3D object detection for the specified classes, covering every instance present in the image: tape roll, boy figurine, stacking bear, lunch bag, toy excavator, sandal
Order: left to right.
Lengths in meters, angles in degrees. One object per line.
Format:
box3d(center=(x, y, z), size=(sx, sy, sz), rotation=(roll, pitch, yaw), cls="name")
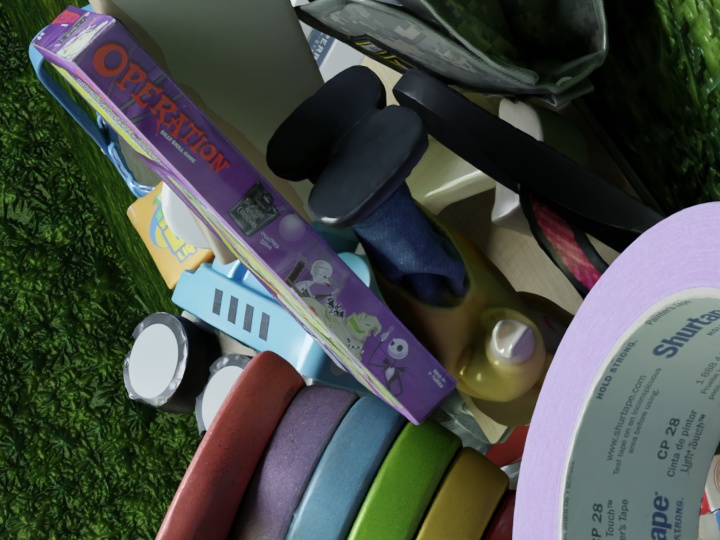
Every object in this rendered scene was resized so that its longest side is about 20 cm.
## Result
box3d(center=(0.000, 0.000, 1.071), size=(0.100, 0.201, 0.194), rotation=(16, -174, -43), cls="toy excavator")
box3d(center=(0.021, -0.155, 0.960), size=(0.201, 0.117, 0.164), rotation=(61, 172, -9), cls="lunch bag")
box3d(center=(0.026, 0.123, 0.964), size=(0.199, 0.114, 0.121), rotation=(24, 180, 8), cls="stacking bear")
box3d(center=(0.043, 0.007, 0.943), size=(0.200, 0.064, 0.124), rotation=(45, -179, -41), cls="boy figurine")
box3d(center=(0.090, -0.012, 0.935), size=(0.199, 0.045, 0.075), rotation=(33, 172, 13), cls="sandal")
box3d(center=(0.132, 0.080, 0.785), size=(0.200, 0.065, 0.201), rotation=(-38, 45, 53), cls="tape roll")

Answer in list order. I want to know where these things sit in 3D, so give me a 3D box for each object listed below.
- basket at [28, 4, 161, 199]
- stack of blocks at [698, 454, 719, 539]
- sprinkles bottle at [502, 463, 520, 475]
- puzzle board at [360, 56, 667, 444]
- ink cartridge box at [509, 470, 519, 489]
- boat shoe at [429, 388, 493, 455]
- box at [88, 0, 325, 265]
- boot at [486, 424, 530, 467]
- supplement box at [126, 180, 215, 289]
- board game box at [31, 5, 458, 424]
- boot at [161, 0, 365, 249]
box3d(center=(-0.093, -0.118, 1.397), size=(0.200, 0.176, 0.140), rotation=(63, -179, -59), cls="basket")
box3d(center=(0.180, 0.158, 0.872), size=(0.201, 0.114, 0.059), rotation=(-100, -2, -47), cls="stack of blocks")
box3d(center=(0.035, 0.055, 1.349), size=(0.200, 0.068, 0.068), rotation=(58, 173, -27), cls="sprinkles bottle")
box3d(center=(0.057, -0.042, 1.088), size=(0.151, 0.017, 0.200), rotation=(-56, 51, 35), cls="puzzle board")
box3d(center=(0.142, 0.207, 1.279), size=(0.201, 0.068, 0.116), rotation=(66, 169, -3), cls="ink cartridge box")
box3d(center=(0.018, 0.022, 1.167), size=(0.074, 0.065, 0.203), rotation=(22, -147, -42), cls="boat shoe")
box3d(center=(-0.075, -0.115, 1.010), size=(0.201, 0.077, 0.095), rotation=(66, 174, -29), cls="box")
box3d(center=(0.058, 0.080, 1.203), size=(0.073, 0.144, 0.200), rotation=(63, 168, 14), cls="boot")
box3d(center=(-0.047, -0.022, 1.386), size=(0.200, 0.066, 0.069), rotation=(9, -134, -52), cls="supplement box")
box3d(center=(-0.049, -0.025, 0.926), size=(0.200, 0.032, 0.120), rotation=(47, 179, -18), cls="board game box")
box3d(center=(-0.042, -0.103, 1.217), size=(0.073, 0.200, 0.090), rotation=(35, -179, -16), cls="boot")
